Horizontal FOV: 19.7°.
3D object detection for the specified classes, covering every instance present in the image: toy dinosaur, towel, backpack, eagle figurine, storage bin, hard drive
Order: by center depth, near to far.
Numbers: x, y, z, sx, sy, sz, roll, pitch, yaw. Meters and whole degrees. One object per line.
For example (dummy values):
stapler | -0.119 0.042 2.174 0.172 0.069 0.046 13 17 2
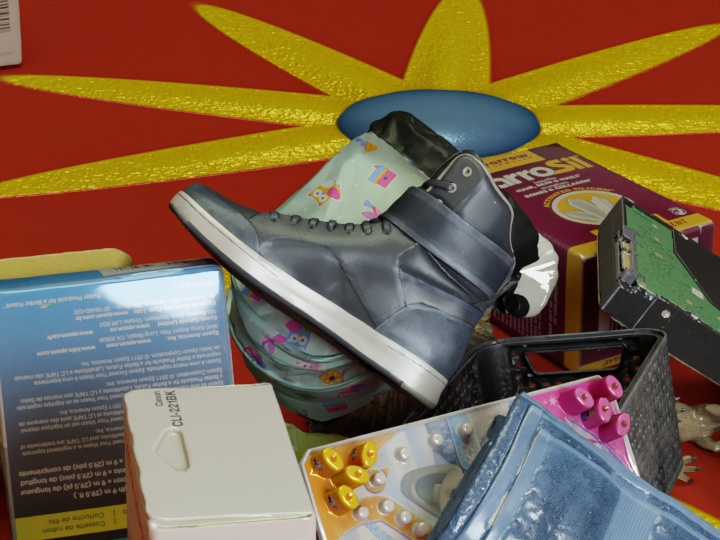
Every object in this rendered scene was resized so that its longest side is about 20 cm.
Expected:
towel | 0.137 0.164 1.110 0.112 0.200 0.049 -59 12 -24
storage bin | 0.119 0.110 1.305 0.135 0.094 0.200 -5 12 19
backpack | 0.000 0.000 1.371 0.200 0.127 0.167 -42 64 -15
toy dinosaur | 0.203 0.106 1.441 0.200 0.058 0.101 3 8 -13
hard drive | 0.256 0.038 1.460 0.200 0.038 0.140 32 24 -10
eagle figurine | 0.033 0.030 1.508 0.152 0.151 0.200 28 24 29

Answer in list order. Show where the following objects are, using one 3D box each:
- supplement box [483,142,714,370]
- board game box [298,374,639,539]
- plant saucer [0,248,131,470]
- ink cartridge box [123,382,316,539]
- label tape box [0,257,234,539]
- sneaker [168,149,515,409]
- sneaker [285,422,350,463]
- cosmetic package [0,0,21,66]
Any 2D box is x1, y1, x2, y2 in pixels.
supplement box | 0.162 -0.013 1.623 0.131 0.103 0.200 -16 28 -29
board game box | 0.085 0.170 1.128 0.200 0.200 0.026 -12 -10 -26
plant saucer | -0.248 0.074 1.352 0.200 0.200 0.048 -6 53 -14
ink cartridge box | -0.075 0.177 1.079 0.084 0.200 0.144 -4 25 -10
label tape box | -0.150 0.099 1.279 0.143 0.200 0.066 -7 9 -14
sneaker | -0.002 -0.030 1.267 0.202 0.146 0.077 34 -4 -1
sneaker | -0.086 0.120 1.354 0.200 0.076 0.075 -1 22 -9
cosmetic package | -0.465 -0.314 2.198 0.165 0.165 0.200 -10 25 -21
